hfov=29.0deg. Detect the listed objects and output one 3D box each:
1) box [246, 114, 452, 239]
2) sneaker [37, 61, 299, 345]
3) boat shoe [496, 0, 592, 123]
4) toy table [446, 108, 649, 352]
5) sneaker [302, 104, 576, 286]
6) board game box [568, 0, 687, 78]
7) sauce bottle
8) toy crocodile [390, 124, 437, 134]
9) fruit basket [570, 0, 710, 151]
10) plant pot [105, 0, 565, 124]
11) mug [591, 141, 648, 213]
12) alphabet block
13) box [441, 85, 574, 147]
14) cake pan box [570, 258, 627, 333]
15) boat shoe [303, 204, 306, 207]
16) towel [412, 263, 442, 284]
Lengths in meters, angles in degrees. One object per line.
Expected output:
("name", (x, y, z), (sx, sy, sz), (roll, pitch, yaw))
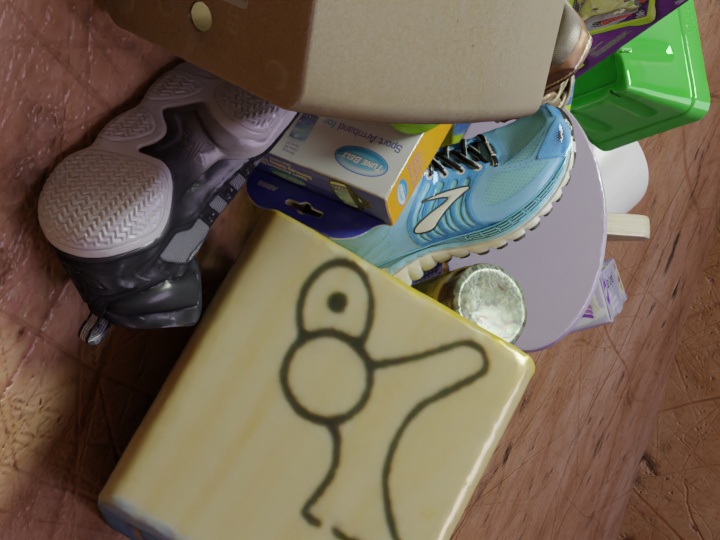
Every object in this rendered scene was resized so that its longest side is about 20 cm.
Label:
("box", (0.003, -0.118, 0.902), (0.201, 0.118, 0.042), (-60, 159, -22))
("sneaker", (-0.100, -0.042, 0.792), (0.200, 0.075, 0.114), (-43, 150, -37))
("boat shoe", (0.118, -0.142, 0.970), (0.076, 0.072, 0.200), (-58, -166, -4))
("toy table", (0.137, -0.034, 1.128), (0.117, 0.182, 0.202), (21, 80, -74))
("sneaker", (0.050, -0.054, 0.922), (0.199, 0.079, 0.090), (-30, 124, 3))
("board game box", (0.167, -0.202, 1.059), (0.200, 0.032, 0.120), (-33, 149, 33))
("sauce bottle", (0.044, 0.040, 1.003), (0.065, 0.065, 0.200), (-59, -162, -22))
("toy crocodile", (0.014, -0.182, 0.842), (0.068, 0.061, 0.201), (-89, 158, -82))
("fruit basket", (0.256, -0.219, 1.307), (0.215, 0.155, 0.217), (13, 70, -39))
("plant pot", (-0.016, -0.184, 0.703), (0.177, 0.199, 0.201), (-26, 136, -47))
("mug", (0.190, -0.062, 1.414), (0.153, 0.149, 0.187), (-46, 146, -28))
("alphabet block", (-0.033, 0.111, 0.877), (0.201, 0.195, 0.196), (-60, -178, -16))
("box", (0.121, -0.153, 1.190), (0.121, 0.048, 0.201), (-17, 138, -17))
("cake pan box", (0.156, 0.040, 1.341), (0.200, 0.183, 0.053), (-21, 94, -73))
("boat shoe", (0.020, -0.125, 1.014), (0.201, 0.075, 0.060), (-59, 161, 12))
("towel", (0.000, 0.000, 1.056), (0.144, 0.024, 0.200), (-29, 154, -14))
